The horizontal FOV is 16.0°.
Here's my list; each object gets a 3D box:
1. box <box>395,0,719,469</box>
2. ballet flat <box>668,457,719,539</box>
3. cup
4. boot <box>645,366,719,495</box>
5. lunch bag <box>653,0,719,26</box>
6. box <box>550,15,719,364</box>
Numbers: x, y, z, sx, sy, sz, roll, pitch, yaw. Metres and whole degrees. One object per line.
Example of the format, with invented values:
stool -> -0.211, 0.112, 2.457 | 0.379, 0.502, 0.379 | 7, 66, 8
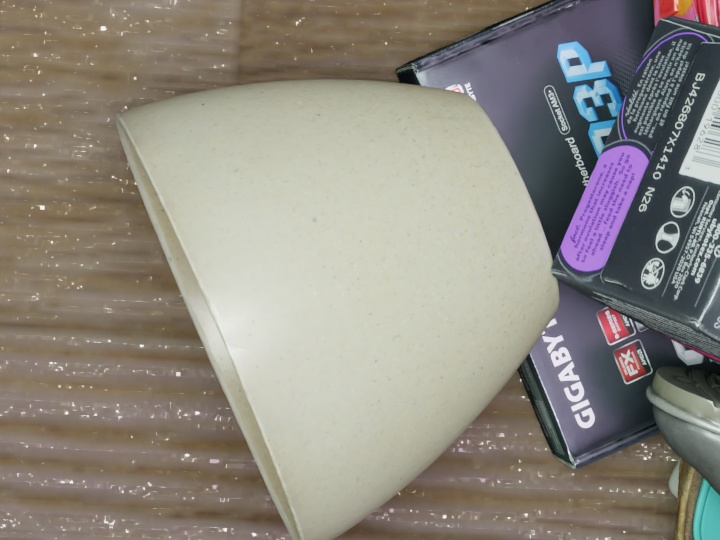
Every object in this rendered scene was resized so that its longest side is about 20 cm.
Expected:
box -> 0.127, -0.033, 1.177 | 0.158, 0.046, 0.201 | -23, 96, -7
ballet flat -> 0.167, 0.129, 1.176 | 0.067, 0.072, 0.202 | 1, 101, -18
cup -> 0.000, 0.000, 1.081 | 0.142, 0.200, 0.202 | -23, 96, -6
boot -> 0.165, 0.161, 1.115 | 0.181, 0.073, 0.201 | 26, 102, -11
lunch bag -> 0.196, -0.174, 1.130 | 0.175, 0.082, 0.202 | 0, 88, -14
box -> 0.199, -0.006, 1.057 | 0.199, 0.106, 0.123 | 25, 88, -33
